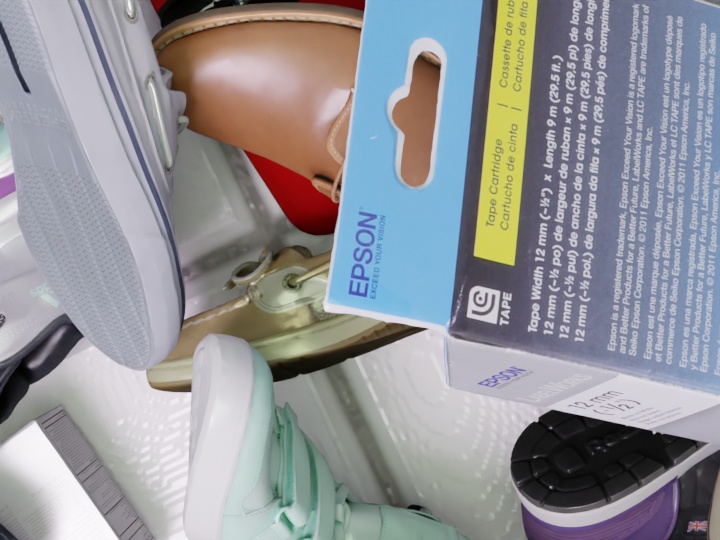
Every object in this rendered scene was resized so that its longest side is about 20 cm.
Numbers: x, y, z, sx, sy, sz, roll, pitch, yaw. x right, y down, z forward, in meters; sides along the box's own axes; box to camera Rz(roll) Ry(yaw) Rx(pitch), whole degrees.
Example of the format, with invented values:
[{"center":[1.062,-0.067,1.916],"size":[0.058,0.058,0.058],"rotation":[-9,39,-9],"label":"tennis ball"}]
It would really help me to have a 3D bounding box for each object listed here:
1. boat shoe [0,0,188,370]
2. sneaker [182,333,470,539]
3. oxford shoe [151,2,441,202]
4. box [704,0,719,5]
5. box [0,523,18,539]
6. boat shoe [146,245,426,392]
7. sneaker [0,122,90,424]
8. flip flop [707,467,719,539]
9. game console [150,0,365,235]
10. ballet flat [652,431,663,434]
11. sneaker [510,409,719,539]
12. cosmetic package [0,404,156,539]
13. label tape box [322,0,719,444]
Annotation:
[{"center":[-0.093,-0.055,0.684],"size":[0.073,0.067,0.201],"rotation":[20,138,34],"label":"boat shoe"},{"center":[-0.010,0.090,0.735],"size":[0.117,0.201,0.074],"rotation":[1,55,1],"label":"sneaker"},{"center":[0.006,-0.049,0.704],"size":[0.198,0.072,0.072],"rotation":[15,138,6],"label":"oxford shoe"},{"center":[0.123,-0.148,0.668],"size":[0.154,0.201,0.041],"rotation":[-19,58,-2],"label":"box"},{"center":[-0.256,0.122,0.764],"size":[0.199,0.051,0.158],"rotation":[38,91,22],"label":"box"},{"center":[0.001,-0.001,0.768],"size":[0.199,0.073,0.064],"rotation":[-19,83,4],"label":"boat shoe"},{"center":[-0.184,0.016,0.762],"size":[0.198,0.078,0.141],"rotation":[-11,80,6],"label":"sneaker"},{"center":[0.184,0.059,0.693],"size":[0.080,0.058,0.202],"rotation":[14,75,3],"label":"flip flop"},{"center":[0.012,-0.147,0.776],"size":[0.199,0.119,0.173],"rotation":[-29,63,6],"label":"game console"},{"center":[0.140,-0.023,0.749],"size":[0.071,0.072,0.201],"rotation":[25,68,0],"label":"ballet flat"},{"center":[0.161,0.078,0.776],"size":[0.198,0.076,0.088],"rotation":[-20,128,-5],"label":"sneaker"},{"center":[-0.191,0.152,0.804],"size":[0.199,0.051,0.083],"rotation":[-36,89,7],"label":"cosmetic package"},{"center":[0.079,-0.027,0.645],"size":[0.198,0.066,0.145],"rotation":[12,72,-17],"label":"label tape box"}]
